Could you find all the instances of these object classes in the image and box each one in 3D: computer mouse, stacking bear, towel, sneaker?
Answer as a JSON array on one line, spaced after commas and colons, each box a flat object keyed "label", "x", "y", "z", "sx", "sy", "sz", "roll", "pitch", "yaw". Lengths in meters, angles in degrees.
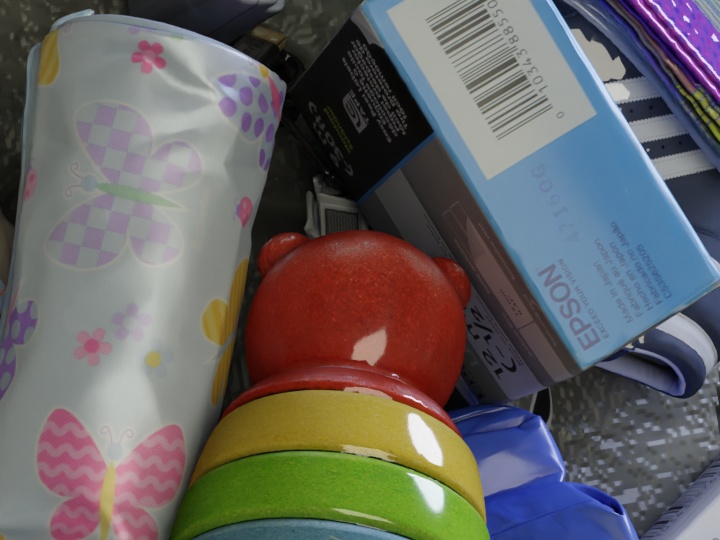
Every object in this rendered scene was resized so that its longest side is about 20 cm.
[{"label": "computer mouse", "x": 0.000, "y": 0.000, "z": 1.005, "sx": 0.044, "sy": 0.110, "sz": 0.200, "roll": -34, "pitch": 104, "yaw": 24}, {"label": "stacking bear", "x": -0.008, "y": 0.080, "z": 0.840, "sx": 0.121, "sy": 0.114, "sz": 0.201, "roll": 5, "pitch": 58, "yaw": 2}, {"label": "towel", "x": 0.114, "y": -0.136, "z": 1.033, "sx": 0.200, "sy": 0.023, "sz": 0.144, "roll": 46, "pitch": 33, "yaw": -15}, {"label": "sneaker", "x": 0.088, "y": -0.036, "z": 1.037, "sx": 0.200, "sy": 0.070, "sz": 0.109, "roll": 42, "pitch": 72, "yaw": -12}]

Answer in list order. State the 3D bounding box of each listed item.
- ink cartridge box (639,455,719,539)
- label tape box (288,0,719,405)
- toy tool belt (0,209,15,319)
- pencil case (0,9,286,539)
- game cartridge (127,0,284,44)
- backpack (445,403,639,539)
[{"label": "ink cartridge box", "x": 0.238, "y": 0.129, "z": 1.082, "sx": 0.198, "sy": 0.047, "sz": 0.200, "roll": -43, "pitch": 99, "yaw": -18}, {"label": "label tape box", "x": 0.040, "y": -0.026, "z": 0.946, "sx": 0.066, "sy": 0.200, "sz": 0.144, "roll": -31, "pitch": 88, "yaw": -17}, {"label": "toy tool belt", "x": -0.199, "y": 0.030, "z": 0.905, "sx": 0.125, "sy": 0.123, "sz": 0.200, "roll": 42, "pitch": 77, "yaw": 2}, {"label": "pencil case", "x": -0.086, "y": 0.015, "z": 0.879, "sx": 0.090, "sy": 0.083, "sz": 0.201, "roll": 10, "pitch": 79, "yaw": 11}, {"label": "game cartridge", "x": -0.060, "y": -0.186, "z": 0.973, "sx": 0.041, "sy": 0.133, "sz": 0.201, "roll": 0, "pitch": 84, "yaw": -16}, {"label": "backpack", "x": 0.002, "y": 0.153, "z": 0.949, "sx": 0.199, "sy": 0.163, "sz": 0.169, "roll": -21, "pitch": 69, "yaw": -10}]
